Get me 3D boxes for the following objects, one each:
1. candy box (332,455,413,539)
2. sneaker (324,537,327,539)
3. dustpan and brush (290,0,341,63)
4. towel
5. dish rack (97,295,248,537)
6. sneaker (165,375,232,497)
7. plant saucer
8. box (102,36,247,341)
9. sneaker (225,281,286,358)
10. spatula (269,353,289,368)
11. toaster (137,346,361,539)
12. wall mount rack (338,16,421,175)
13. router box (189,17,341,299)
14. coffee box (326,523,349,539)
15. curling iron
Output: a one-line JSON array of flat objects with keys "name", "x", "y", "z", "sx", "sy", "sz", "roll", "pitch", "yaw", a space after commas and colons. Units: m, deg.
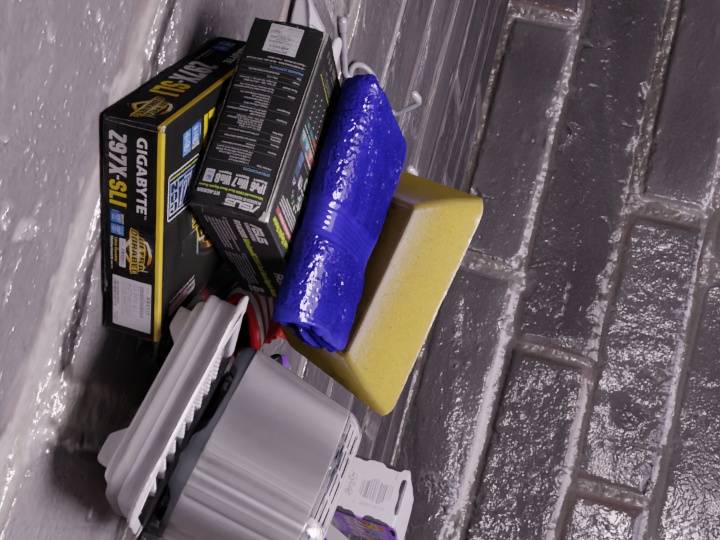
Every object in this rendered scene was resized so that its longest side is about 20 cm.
[{"name": "candy box", "x": -0.038, "y": 0.270, "z": 1.218, "sx": 0.168, "sy": 0.197, "sz": 0.073, "roll": 80, "pitch": 27, "yaw": -66}, {"name": "sneaker", "x": -0.093, "y": 0.301, "z": 0.867, "sx": 0.199, "sy": 0.100, "sz": 0.070, "roll": -31, "pitch": 166, "yaw": -34}, {"name": "dustpan and brush", "x": -0.048, "y": -0.169, "z": 0.995, "sx": 0.140, "sy": 0.056, "sz": 0.204, "roll": 47, "pitch": 57, "yaw": -78}, {"name": "towel", "x": -0.010, "y": -0.039, "z": 0.788, "sx": 0.148, "sy": 0.049, "sz": 0.203, "roll": 58, "pitch": 47, "yaw": -78}, {"name": "dish rack", "x": -0.144, "y": 0.106, "z": 0.735, "sx": 0.200, "sy": 0.043, "sz": 0.174, "roll": 118, "pitch": -3, "yaw": -69}, {"name": "sneaker", "x": -0.125, "y": 0.177, "z": 0.958, "sx": 0.201, "sy": 0.081, "sz": 0.074, "roll": -62, "pitch": 165, "yaw": -49}, {"name": "plant saucer", "x": 0.000, "y": 0.000, "z": 0.890, "sx": 0.199, "sy": 0.048, "sz": 0.203, "roll": 27, "pitch": -86, "yaw": 56}, {"name": "box", "x": -0.126, "y": -0.069, "z": 0.739, "sx": 0.201, "sy": 0.048, "sz": 0.162, "roll": -59, "pitch": 158, "yaw": -59}, {"name": "sneaker", "x": -0.102, "y": 0.051, "z": 1.011, "sx": 0.116, "sy": 0.077, "sz": 0.201, "roll": -58, "pitch": 157, "yaw": -22}, {"name": "spatula", "x": -0.095, "y": 0.106, "z": 1.047, "sx": 0.056, "sy": 0.021, "sz": 0.200, "roll": -33, "pitch": 176, "yaw": -13}, {"name": "toaster", "x": -0.082, "y": 0.168, "z": 0.807, "sx": 0.115, "sy": 0.128, "sz": 0.201, "roll": -62, "pitch": -178, "yaw": 37}, {"name": "wall mount rack", "x": 0.004, "y": -0.193, "z": 1.176, "sx": 0.173, "sy": 0.074, "sz": 0.203, "roll": 33, "pitch": 51, "yaw": -40}, {"name": "router box", "x": -0.062, "y": -0.075, "z": 0.773, "sx": 0.200, "sy": 0.061, "sz": 0.152, "roll": 75, "pitch": 29, "yaw": -70}, {"name": "coffee box", "x": -0.068, "y": 0.396, "z": 0.977, "sx": 0.200, "sy": 0.199, "sz": 0.199, "roll": -41, "pitch": 163, "yaw": -39}, {"name": "curling iron", "x": -0.143, "y": 0.030, "z": 0.838, "sx": 0.050, "sy": 0.025, "sz": 0.200, "roll": -63, "pitch": 178, "yaw": 21}]
